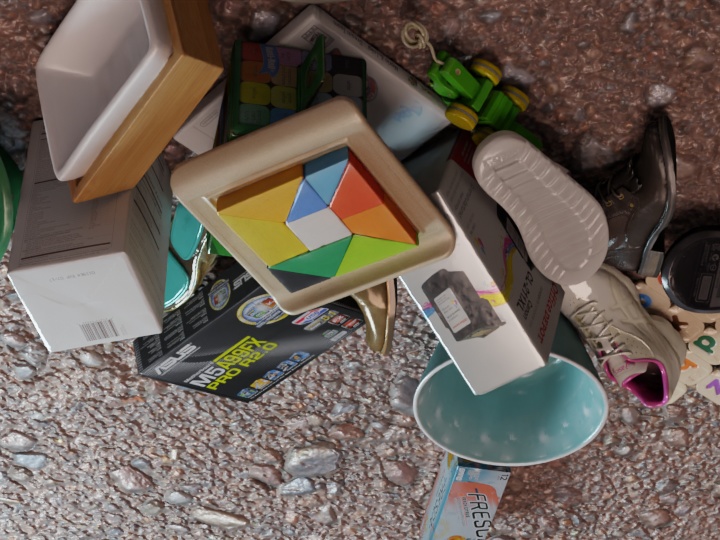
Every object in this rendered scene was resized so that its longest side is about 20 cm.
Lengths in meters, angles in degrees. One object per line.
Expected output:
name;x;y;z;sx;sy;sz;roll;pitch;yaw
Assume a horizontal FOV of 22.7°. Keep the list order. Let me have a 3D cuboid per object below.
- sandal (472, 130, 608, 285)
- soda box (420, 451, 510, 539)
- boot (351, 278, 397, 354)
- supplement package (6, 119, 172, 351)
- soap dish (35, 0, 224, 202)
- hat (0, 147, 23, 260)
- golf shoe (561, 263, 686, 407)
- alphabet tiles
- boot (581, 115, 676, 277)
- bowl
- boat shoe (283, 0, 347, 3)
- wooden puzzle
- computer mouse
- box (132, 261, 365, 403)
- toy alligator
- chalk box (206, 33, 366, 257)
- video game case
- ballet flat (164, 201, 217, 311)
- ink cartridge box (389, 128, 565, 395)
sandal;0.170;-0.066;1.670;0.082;0.050;0.203;-34;128;6
soda box;0.119;0.263;2.058;0.063;0.069;0.201;7;135;-7
boot;0.000;0.000;1.759;0.075;0.074;0.201;-6;127;-2
supplement package;-0.242;-0.042;1.643;0.113;0.201;0.110;-9;136;9
soap dish;-0.199;-0.176;1.546;0.081;0.158;0.200;10;138;-35
hat;-0.329;-0.083;1.720;0.176;0.166;0.200;-20;153;-46
golf shoe;0.258;0.061;1.823;0.200;0.092;0.075;38;127;-20
alphabet tiles;0.354;0.066;1.887;0.195;0.015;0.200;30;129;-20
boot;0.211;-0.067;1.722;0.173;0.069;0.201;6;129;5
bowl;0.155;0.103;1.862;0.200;0.105;0.201;2;140;2
boat shoe;0.015;-0.264;1.515;0.199;0.074;0.061;-5;97;28
wooden puzzle;-0.039;-0.046;1.547;0.184;0.037;0.200;-20;133;21
computer mouse;0.384;0.004;1.791;0.199;0.053;0.139;9;109;-17
box;-0.109;0.060;1.832;0.200;0.044;0.160;-35;145;31
toy alligator;0.091;-0.165;1.628;0.200;0.059;0.054;38;165;-33
chalk box;-0.064;-0.117;1.589;0.123;0.125;0.201;7;135;-8
video game case;-0.044;-0.138;1.672;0.182;0.024;0.200;33;127;-30
ballet flat;-0.164;-0.024;1.763;0.070;0.071;0.200;15;144;-15
ink cartridge box;0.103;-0.009;1.675;0.083;0.146;0.200;-25;109;24
